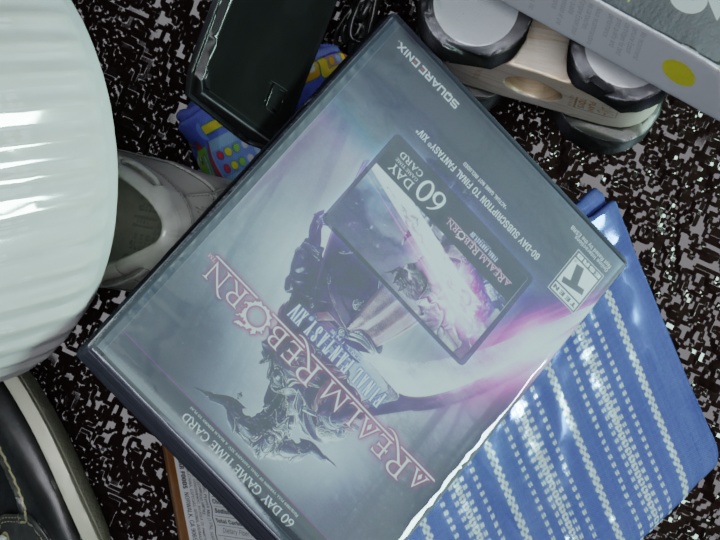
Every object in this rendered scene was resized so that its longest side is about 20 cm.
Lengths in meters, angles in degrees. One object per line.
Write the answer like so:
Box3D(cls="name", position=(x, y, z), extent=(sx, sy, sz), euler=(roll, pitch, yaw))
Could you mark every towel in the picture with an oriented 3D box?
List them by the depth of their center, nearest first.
Box3D(cls="towel", position=(0.061, 0.074, 1.135), extent=(0.200, 0.024, 0.145), euler=(-37, 113, -30))

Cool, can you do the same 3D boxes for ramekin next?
Box3D(cls="ramekin", position=(-0.177, -0.042, 1.043), extent=(0.105, 0.200, 0.201), euler=(-9, 96, -36))

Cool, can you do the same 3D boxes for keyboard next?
Box3D(cls="keyboard", position=(-0.011, -0.145, 1.096), extent=(0.021, 0.127, 0.201), euler=(17, 82, 29))

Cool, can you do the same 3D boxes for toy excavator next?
Box3D(cls="toy excavator", position=(0.130, -0.153, 1.155), extent=(0.194, 0.100, 0.201), euler=(16, 80, 3))

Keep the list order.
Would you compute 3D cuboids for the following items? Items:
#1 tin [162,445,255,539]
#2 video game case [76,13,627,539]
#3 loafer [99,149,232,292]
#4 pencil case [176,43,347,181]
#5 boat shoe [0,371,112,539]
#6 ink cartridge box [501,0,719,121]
Box3D(cls="tin", position=(-0.030, 0.091, 1.152), extent=(0.112, 0.042, 0.201), euler=(3, 112, 33))
Box3D(cls="video game case", position=(0.002, 0.014, 1.074), extent=(0.143, 0.019, 0.200), euler=(46, 60, -9))
Box3D(cls="loafer", position=(-0.133, -0.027, 1.128), extent=(0.199, 0.070, 0.070), euler=(6, 87, 35))
Box3D(cls="pencil case", position=(0.000, 0.000, 1.167), extent=(0.087, 0.078, 0.201), euler=(-28, 94, -19))
Box3D(cls="boat shoe", position=(-0.138, 0.123, 1.178), extent=(0.067, 0.072, 0.201), euler=(-21, 96, -3))
Box3D(cls="ink cartridge box", position=(0.147, -0.165, 1.100), extent=(0.199, 0.047, 0.198), euler=(29, 66, 10))
